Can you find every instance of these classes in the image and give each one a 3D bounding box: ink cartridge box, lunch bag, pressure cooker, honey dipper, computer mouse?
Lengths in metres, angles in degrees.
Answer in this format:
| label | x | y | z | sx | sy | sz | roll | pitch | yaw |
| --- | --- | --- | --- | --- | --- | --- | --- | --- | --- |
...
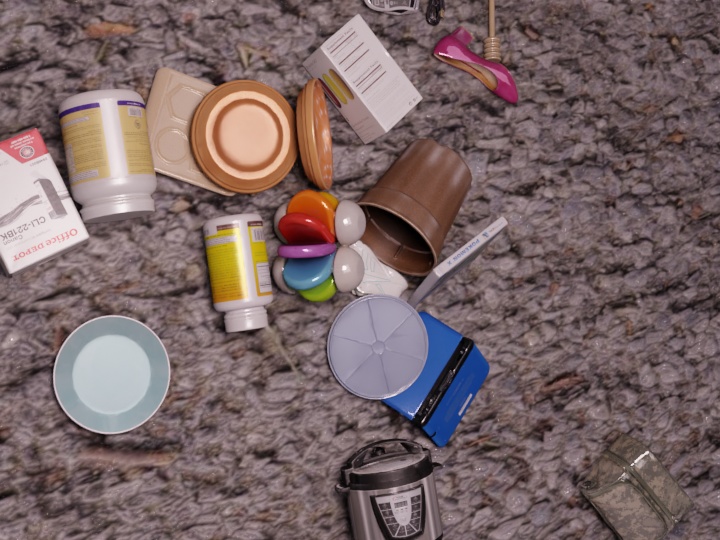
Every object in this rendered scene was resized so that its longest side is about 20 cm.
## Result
| label | x | y | z | sx | sy | sz | roll | pitch | yaw |
| --- | --- | --- | --- | --- | --- | --- | --- | --- | --- |
| ink cartridge box | -0.559 | -0.109 | 1.494 | 0.143 | 0.084 | 0.202 | -28 | 98 | -22 |
| lunch bag | 0.578 | 0.477 | 1.910 | 0.167 | 0.139 | 0.201 | -42 | 102 | -3 |
| pressure cooker | 0.055 | 0.415 | 1.671 | 0.175 | 0.176 | 0.204 | -8 | 89 | -57 |
| honey dipper | 0.275 | -0.538 | 1.901 | 0.037 | 0.038 | 0.204 | 2 | 82 | -22 |
| computer mouse | 0.083 | -0.553 | 1.817 | 0.197 | 0.044 | 0.112 | -4 | 93 | -29 |

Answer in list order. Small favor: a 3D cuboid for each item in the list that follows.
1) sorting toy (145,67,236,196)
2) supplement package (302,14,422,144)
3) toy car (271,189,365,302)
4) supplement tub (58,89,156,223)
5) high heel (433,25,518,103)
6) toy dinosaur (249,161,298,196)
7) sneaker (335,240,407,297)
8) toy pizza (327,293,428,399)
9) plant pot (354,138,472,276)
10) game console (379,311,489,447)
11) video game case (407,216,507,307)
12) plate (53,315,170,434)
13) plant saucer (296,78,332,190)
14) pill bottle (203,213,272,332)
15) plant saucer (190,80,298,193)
| label | x | y | z | sx | sy | sz | roll | pitch | yaw |
| --- | --- | --- | --- | --- | --- | --- | --- | --- | --- |
| sorting toy | -0.298 | -0.250 | 1.643 | 0.197 | 0.036 | 0.188 | 17 | 80 | -16 |
| supplement package | 0.002 | -0.364 | 1.731 | 0.109 | 0.113 | 0.201 | -44 | 102 | -20 |
| toy car | -0.089 | -0.046 | 1.623 | 0.172 | 0.150 | 0.204 | 0 | 86 | 23 |
| supplement tub | -0.423 | -0.190 | 1.524 | 0.143 | 0.145 | 0.204 | -9 | 90 | -23 |
| high heel | 0.238 | -0.404 | 1.853 | 0.096 | 0.067 | 0.201 | -44 | 100 | -25 |
| toy dinosaur | -0.158 | -0.234 | 1.682 | 0.087 | 0.047 | 0.204 | 6 | 93 | -40 |
| sneaker | 0.000 | 0.000 | 1.730 | 0.200 | 0.070 | 0.081 | 39 | 76 | -16 |
| toy pizza | 0.032 | 0.145 | 1.733 | 0.197 | 0.032 | 0.204 | -1 | 95 | -9 |
| plant pot | 0.105 | -0.129 | 1.727 | 0.200 | 0.200 | 0.199 | 42 | 64 | -15 |
| game console | 0.143 | 0.217 | 1.802 | 0.201 | 0.117 | 0.171 | -55 | 137 | -16 |
| video game case | 0.184 | -0.013 | 1.739 | 0.181 | 0.200 | 0.022 | -37 | 81 | -21 |
| plate | -0.429 | 0.179 | 1.562 | 0.197 | 0.026 | 0.204 | 1 | 86 | -22 |
| plant saucer | -0.085 | -0.248 | 1.657 | 0.037 | 0.200 | 0.204 | -5 | 88 | 8 |
| pill bottle | -0.217 | 0.005 | 1.617 | 0.108 | 0.109 | 0.204 | -7 | 89 | -23 |
| plant saucer | -0.203 | -0.240 | 1.616 | 0.197 | 0.037 | 0.204 | -1 | 92 | -18 |
